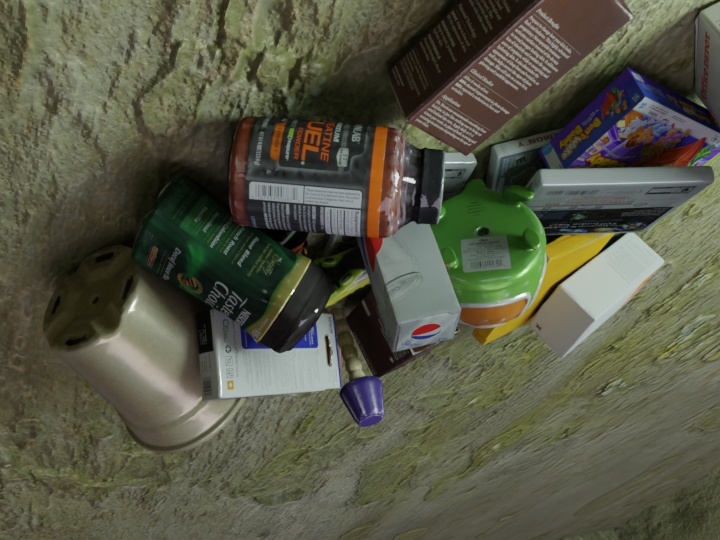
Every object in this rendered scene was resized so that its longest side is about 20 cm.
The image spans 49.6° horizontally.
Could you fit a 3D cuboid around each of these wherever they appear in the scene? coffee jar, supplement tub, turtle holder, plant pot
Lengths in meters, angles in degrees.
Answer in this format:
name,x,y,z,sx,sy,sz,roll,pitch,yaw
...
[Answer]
name,x,y,z,sx,sy,sz,roll,pitch,yaw
coffee jar,-0.128,-0.002,0.799,0.199,0.086,0.104,33,140,-5
supplement tub,-0.021,-0.088,0.744,0.198,0.108,0.107,5,147,2
turtle holder,0.130,-0.019,0.885,0.140,0.186,0.133,-26,135,-14
plant pot,-0.245,0.076,0.880,0.199,0.202,0.184,-26,136,13

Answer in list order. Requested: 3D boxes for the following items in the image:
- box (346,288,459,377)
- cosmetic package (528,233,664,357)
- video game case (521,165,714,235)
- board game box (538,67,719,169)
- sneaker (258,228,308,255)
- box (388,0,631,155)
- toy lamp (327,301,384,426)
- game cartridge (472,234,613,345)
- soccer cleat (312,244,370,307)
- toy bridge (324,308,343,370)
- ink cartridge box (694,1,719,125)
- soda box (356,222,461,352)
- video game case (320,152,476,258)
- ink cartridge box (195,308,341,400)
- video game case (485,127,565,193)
name,x,y,z,sx,sy,sz,roll,pitch,yaw
box,0.048,0.070,1.019,0.074,0.101,0.200,-24,170,-17
cosmetic package,0.344,0.032,1.133,0.199,0.071,0.102,-30,157,-36
video game case,0.279,-0.080,0.923,0.198,0.024,0.182,-2,165,-5
board game box,0.324,-0.144,0.905,0.199,0.045,0.134,9,140,-38
sneaker,-0.090,-0.039,0.887,0.089,0.070,0.200,-8,151,-44
box,0.131,-0.206,0.713,0.199,0.076,0.100,-37,144,30
toy lamp,-0.014,0.103,1.005,0.058,0.202,0.058,-12,149,-8
game cartridge,0.252,0.015,1.075,0.199,0.032,0.177,-17,148,-46
soccer cleat,0.001,0.001,0.952,0.199,0.065,0.084,-32,149,20
toy bridge,-0.048,0.133,1.163,0.027,0.068,0.201,-7,147,-18
ink cartridge box,0.438,-0.178,0.809,0.084,0.201,0.146,-26,148,8
soda box,0.038,-0.022,0.804,0.067,0.202,0.064,-11,149,-10
video game case,0.040,-0.068,0.946,0.142,0.018,0.201,-4,146,-23
ink cartridge box,-0.100,0.095,0.897,0.037,0.096,0.199,-15,167,39
video game case,0.242,-0.107,0.987,0.180,0.023,0.201,-15,148,-7
